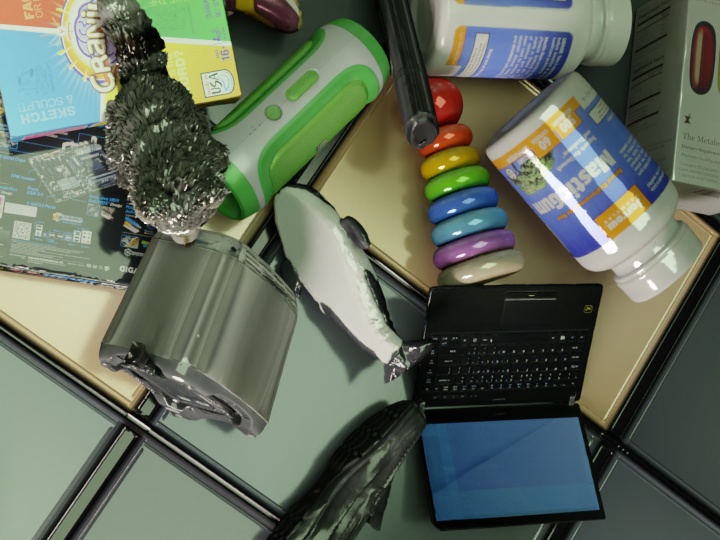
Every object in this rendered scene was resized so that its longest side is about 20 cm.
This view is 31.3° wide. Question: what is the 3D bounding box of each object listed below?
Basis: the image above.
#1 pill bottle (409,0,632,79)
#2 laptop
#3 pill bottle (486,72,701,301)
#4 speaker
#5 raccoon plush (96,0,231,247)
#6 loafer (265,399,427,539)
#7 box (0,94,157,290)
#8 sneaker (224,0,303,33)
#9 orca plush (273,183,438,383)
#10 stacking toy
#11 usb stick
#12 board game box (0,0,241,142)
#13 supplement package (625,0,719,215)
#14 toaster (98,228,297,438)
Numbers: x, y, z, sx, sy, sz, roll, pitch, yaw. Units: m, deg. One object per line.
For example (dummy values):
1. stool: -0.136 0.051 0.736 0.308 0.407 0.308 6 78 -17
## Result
1. pill bottle: 0.151 -0.239 1.224 0.198 0.112 0.113 0 85 -17
2. laptop: 0.146 0.123 1.187 0.176 0.103 0.202 -1 115 -17
3. pill bottle: 0.218 -0.072 1.176 0.112 0.112 0.200 -43 95 -16
4. speaker: -0.064 -0.137 1.156 0.089 0.088 0.200 47 69 -8
5. raccoon plush: -0.171 -0.115 1.007 0.096 0.134 0.201 -31 105 -2
6. loafer: -0.005 0.205 1.160 0.070 0.068 0.201 43 80 -17
7. box: -0.256 -0.072 1.119 0.198 0.046 0.160 9 82 -16
8. sneaker: -0.149 -0.256 1.162 0.199 0.075 0.091 32 85 -5
9. orca plush: 0.000 0.000 1.175 0.200 0.106 0.071 43 33 15
10. stacking toy: 0.088 -0.085 1.211 0.085 0.085 0.202 -15 84 -17
11. usb stick: 0.039 -0.207 1.185 0.032 0.056 0.202 -13 65 4
12. board game box: -0.213 -0.202 1.087 0.198 0.040 0.154 -13 94 -14
13. supplement package: 0.337 -0.169 1.273 0.113 0.109 0.202 9 82 -16
14. toaster: -0.133 0.048 1.079 0.113 0.200 0.130 10 70 27
